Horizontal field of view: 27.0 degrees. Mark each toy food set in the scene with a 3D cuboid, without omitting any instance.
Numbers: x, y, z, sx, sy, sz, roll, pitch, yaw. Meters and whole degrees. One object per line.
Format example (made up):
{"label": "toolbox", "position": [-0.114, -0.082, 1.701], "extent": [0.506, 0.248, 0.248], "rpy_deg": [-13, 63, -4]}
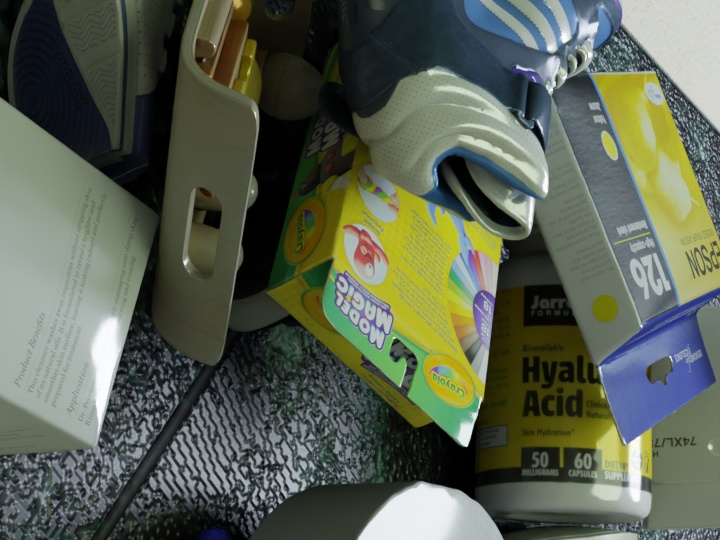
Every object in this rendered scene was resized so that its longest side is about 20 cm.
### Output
{"label": "toy food set", "position": [-0.044, -0.079, 0.670], "extent": [0.201, 0.060, 0.145], "rpy_deg": [-81, -177, -46]}

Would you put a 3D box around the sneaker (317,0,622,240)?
{"label": "sneaker", "position": [0.069, -0.081, 0.727], "extent": [0.199, 0.080, 0.148], "rpy_deg": [3, 69, -46]}

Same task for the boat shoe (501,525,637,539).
{"label": "boat shoe", "position": [0.106, 0.192, 0.919], "extent": [0.199, 0.074, 0.063], "rpy_deg": [2, 80, -52]}

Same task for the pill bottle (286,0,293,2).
{"label": "pill bottle", "position": [-0.049, -0.247, 0.765], "extent": [0.201, 0.110, 0.111], "rpy_deg": [55, 44, -30]}

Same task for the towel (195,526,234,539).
{"label": "towel", "position": [-0.063, 0.243, 0.702], "extent": [0.148, 0.049, 0.201], "rpy_deg": [54, 45, -32]}

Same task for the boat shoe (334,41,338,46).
{"label": "boat shoe", "position": [0.059, -0.101, 0.873], "extent": [0.199, 0.064, 0.074], "rpy_deg": [32, 52, -45]}

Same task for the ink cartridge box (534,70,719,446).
{"label": "ink cartridge box", "position": [0.163, -0.018, 0.879], "extent": [0.197, 0.047, 0.202], "rpy_deg": [-14, 80, -62]}

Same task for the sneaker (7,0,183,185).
{"label": "sneaker", "position": [-0.101, -0.140, 0.700], "extent": [0.114, 0.080, 0.202], "rpy_deg": [3, 80, -51]}

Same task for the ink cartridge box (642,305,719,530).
{"label": "ink cartridge box", "position": [0.279, 0.101, 1.064], "extent": [0.200, 0.145, 0.148], "rpy_deg": [12, 73, -71]}

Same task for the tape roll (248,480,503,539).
{"label": "tape roll", "position": [0.011, 0.205, 0.726], "extent": [0.199, 0.065, 0.203], "rpy_deg": [14, 73, -55]}

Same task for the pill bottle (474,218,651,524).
{"label": "pill bottle", "position": [0.127, 0.054, 0.944], "extent": [0.111, 0.110, 0.203], "rpy_deg": [19, 68, -50]}

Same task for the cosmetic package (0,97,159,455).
{"label": "cosmetic package", "position": [-0.179, -0.017, 0.572], "extent": [0.200, 0.080, 0.114], "rpy_deg": [40, 53, -41]}

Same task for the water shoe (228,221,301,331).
{"label": "water shoe", "position": [0.000, 0.000, 0.816], "extent": [0.200, 0.071, 0.080], "rpy_deg": [-38, 118, -48]}

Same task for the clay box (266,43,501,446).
{"label": "clay box", "position": [0.018, -0.017, 0.736], "extent": [0.115, 0.047, 0.202], "rpy_deg": [44, 40, -30]}
